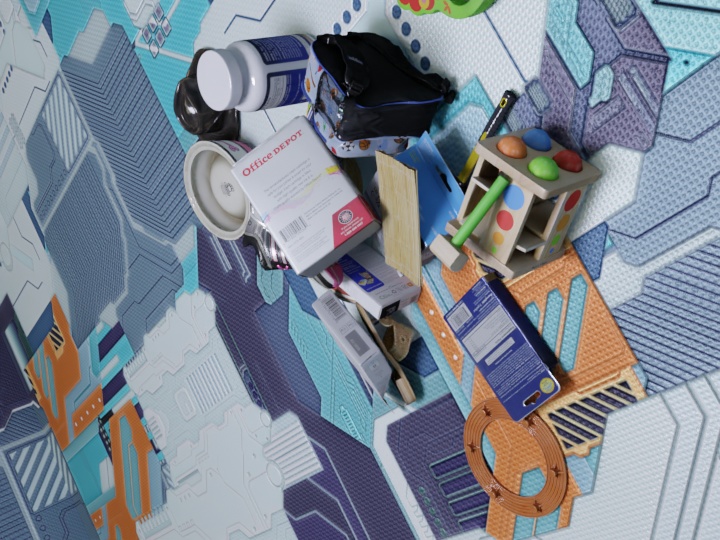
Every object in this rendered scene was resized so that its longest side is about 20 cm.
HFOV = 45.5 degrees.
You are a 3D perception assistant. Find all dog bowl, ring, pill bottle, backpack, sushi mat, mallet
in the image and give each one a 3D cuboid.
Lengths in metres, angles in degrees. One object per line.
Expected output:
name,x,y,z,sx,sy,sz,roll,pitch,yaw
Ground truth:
dog bowl,-0.253,-0.163,1.667,0.199,0.074,0.202,23,125,36
ring,0.237,0.298,1.358,0.200,0.019,0.202,20,118,42
pill bottle,-0.161,-0.324,1.417,0.115,0.199,0.117,20,119,42
backpack,0.006,-0.268,1.280,0.191,0.199,0.154,60,139,30
sushi mat,0.059,-0.076,1.265,0.096,0.012,0.201,40,144,47
mallet,0.175,-0.164,1.235,0.066,0.041,0.200,54,133,21

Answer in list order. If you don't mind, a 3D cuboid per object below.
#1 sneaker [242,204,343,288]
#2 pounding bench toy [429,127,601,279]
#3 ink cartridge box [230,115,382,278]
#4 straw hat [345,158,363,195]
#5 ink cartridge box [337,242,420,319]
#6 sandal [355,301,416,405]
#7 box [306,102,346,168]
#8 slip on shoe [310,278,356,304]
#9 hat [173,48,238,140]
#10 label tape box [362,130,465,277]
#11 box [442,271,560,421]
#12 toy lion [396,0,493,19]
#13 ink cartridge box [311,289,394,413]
sneaker,-0.116,-0.024,1.413,0.200,0.074,0.088,38,111,12
pounding bench toy,0.190,-0.089,1.118,0.124,0.199,0.157,41,132,30
ink cartridge box,-0.082,-0.112,1.322,0.145,0.083,0.201,-35,80,8
straw hat,-0.086,-0.143,1.485,0.199,0.085,0.203,0,91,6
ink cartridge box,0.000,0.000,1.444,0.200,0.094,0.037,41,136,30
sandal,0.064,0.125,1.457,0.213,0.069,0.078,64,174,-21
box,-0.061,-0.172,1.402,0.064,0.070,0.202,8,92,12
slip on shoe,-0.022,0.011,1.497,0.199,0.074,0.062,29,117,41
hat,-0.319,-0.329,1.683,0.200,0.081,0.202,21,119,43
label tape box,0.077,-0.096,1.303,0.145,0.063,0.200,60,157,12
box,0.217,0.117,1.297,0.201,0.032,0.121,58,138,17
toy lion,0.110,-0.427,1.189,0.201,0.068,0.192,56,144,16
ink cartridge box,0.003,0.143,1.482,0.160,0.047,0.200,48,173,37
